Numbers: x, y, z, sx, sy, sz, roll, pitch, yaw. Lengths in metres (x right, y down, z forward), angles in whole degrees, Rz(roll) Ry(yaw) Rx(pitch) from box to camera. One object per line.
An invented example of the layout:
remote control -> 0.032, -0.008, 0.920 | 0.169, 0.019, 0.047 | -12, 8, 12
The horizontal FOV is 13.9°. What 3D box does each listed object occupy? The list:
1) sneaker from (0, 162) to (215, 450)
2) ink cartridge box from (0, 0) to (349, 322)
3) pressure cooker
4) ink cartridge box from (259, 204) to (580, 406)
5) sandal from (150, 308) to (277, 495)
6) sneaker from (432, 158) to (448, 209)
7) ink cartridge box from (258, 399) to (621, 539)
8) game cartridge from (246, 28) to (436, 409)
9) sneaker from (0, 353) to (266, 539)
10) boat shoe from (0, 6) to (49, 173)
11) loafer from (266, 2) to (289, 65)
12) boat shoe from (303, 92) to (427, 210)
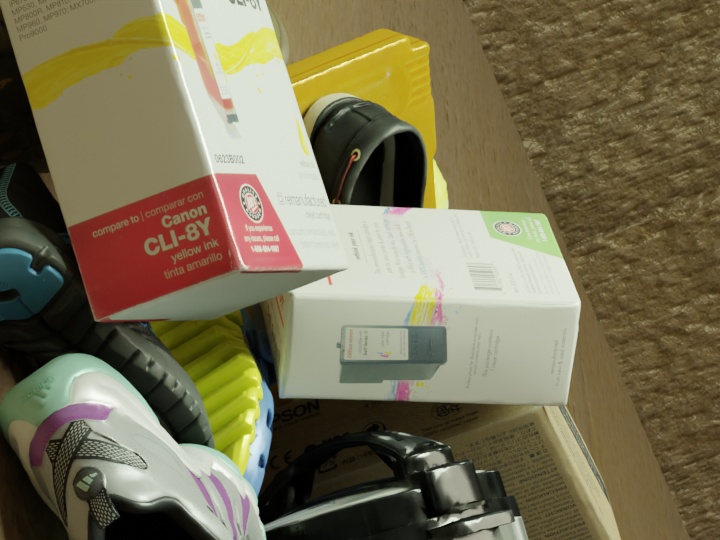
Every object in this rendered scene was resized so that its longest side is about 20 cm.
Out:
sneaker -> -0.127, 0.031, 1.434 | 0.082, 0.073, 0.200 | -97, 164, -48
ink cartridge box -> -0.093, -0.082, 1.414 | 0.145, 0.083, 0.200 | -2, 73, -69
pressure cooker -> 0.013, 0.187, 1.589 | 0.179, 0.176, 0.200 | 26, 48, -81
ink cartridge box -> 0.010, 0.017, 1.611 | 0.117, 0.200, 0.067 | -104, -161, -63
sandal -> -0.073, 0.075, 1.606 | 0.087, 0.079, 0.200 | 55, 18, -33
sneaker -> -0.037, -0.046, 1.800 | 0.200, 0.076, 0.105 | -26, 112, -36
ink cartridge box -> 0.035, 0.135, 1.727 | 0.075, 0.200, 0.165 | -101, 168, -45
game cartridge -> -0.024, -0.027, 1.727 | 0.032, 0.176, 0.200 | 26, -50, 41
sneaker -> -0.087, 0.137, 1.374 | 0.200, 0.078, 0.140 | 42, 12, -50
boat shoe -> -0.177, -0.110, 1.450 | 0.200, 0.072, 0.068 | 47, 27, -60
loafer -> -0.090, -0.115, 1.586 | 0.200, 0.076, 0.067 | -76, 148, -60
boat shoe -> -0.002, 0.001, 1.698 | 0.063, 0.074, 0.201 | 27, -58, 44
